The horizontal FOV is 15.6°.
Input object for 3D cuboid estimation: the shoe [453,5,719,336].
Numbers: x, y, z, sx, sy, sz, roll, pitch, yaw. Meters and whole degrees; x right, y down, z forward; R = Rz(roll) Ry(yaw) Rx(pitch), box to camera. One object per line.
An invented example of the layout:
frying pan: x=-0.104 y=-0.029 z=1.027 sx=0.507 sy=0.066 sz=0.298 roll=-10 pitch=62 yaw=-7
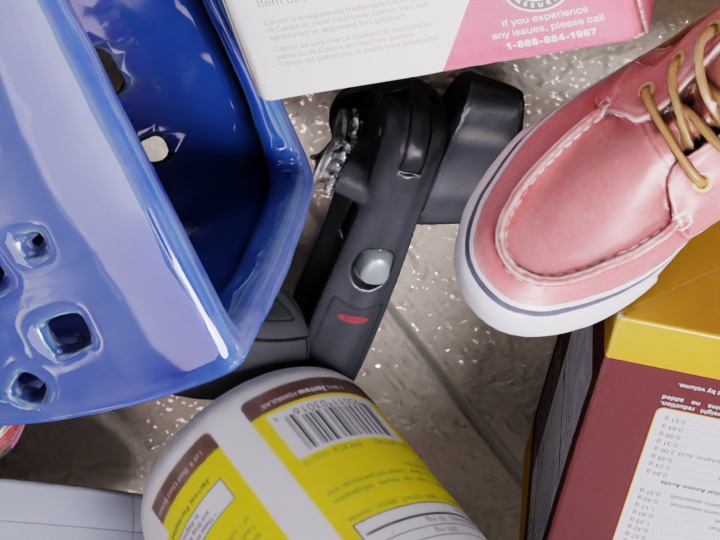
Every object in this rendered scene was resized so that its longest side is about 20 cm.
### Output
shoe: x=0.118 y=-0.057 z=0.907 sx=0.072 sy=0.200 sz=0.091 roll=51 pitch=160 yaw=9

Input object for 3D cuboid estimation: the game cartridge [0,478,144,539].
game cartridge: x=-0.177 y=0.105 z=1.100 sx=0.133 sy=0.041 sz=0.200 roll=2 pitch=173 yaw=31

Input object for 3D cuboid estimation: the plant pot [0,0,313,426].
plant pot: x=-0.143 y=-0.053 z=0.904 sx=0.179 sy=0.200 sz=0.200 roll=-21 pitch=107 yaw=15

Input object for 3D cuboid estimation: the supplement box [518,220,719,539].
supplement box: x=0.175 y=0.067 z=1.039 sx=0.197 sy=0.133 sz=0.200 roll=11 pitch=131 yaw=-2

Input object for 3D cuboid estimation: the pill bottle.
pill bottle: x=0.006 y=0.137 z=1.012 sx=0.109 sy=0.200 sz=0.109 roll=-25 pitch=142 yaw=-21

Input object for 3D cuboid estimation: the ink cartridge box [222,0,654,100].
ink cartridge box: x=0.010 y=-0.169 z=0.897 sx=0.146 sy=0.083 sz=0.200 roll=-8 pitch=129 yaw=15

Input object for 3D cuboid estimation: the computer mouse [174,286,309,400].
computer mouse: x=-0.126 y=0.008 z=1.061 sx=0.200 sy=0.046 sz=0.140 roll=39 pitch=135 yaw=-9

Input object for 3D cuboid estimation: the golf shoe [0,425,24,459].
golf shoe: x=-0.231 y=0.015 z=1.074 sx=0.199 sy=0.073 sz=0.092 roll=15 pitch=149 yaw=11

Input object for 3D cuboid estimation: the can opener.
can opener: x=0.000 y=0.000 z=1.054 sx=0.078 sy=0.063 sz=0.200 roll=19 pitch=130 yaw=-9
